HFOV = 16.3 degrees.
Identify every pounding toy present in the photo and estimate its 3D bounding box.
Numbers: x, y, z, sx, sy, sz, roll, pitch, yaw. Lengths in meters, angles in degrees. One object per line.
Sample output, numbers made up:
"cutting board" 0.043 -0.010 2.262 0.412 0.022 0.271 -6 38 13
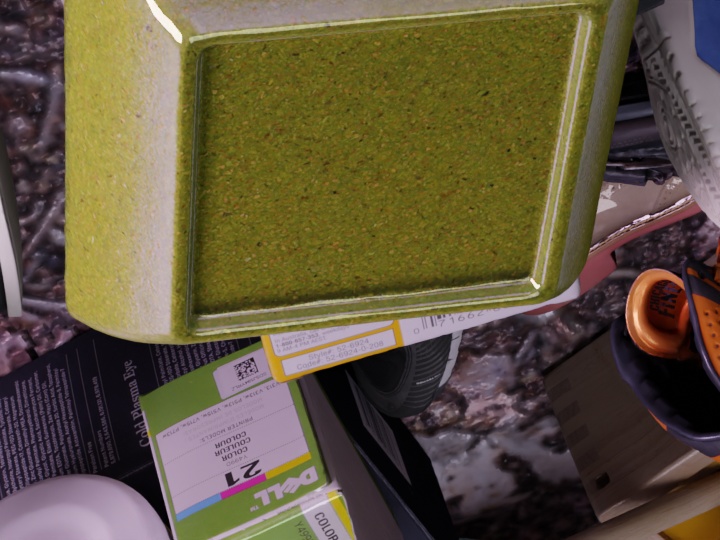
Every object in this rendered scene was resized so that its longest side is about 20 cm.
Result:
"pounding toy" 0.189 0.092 1.254 0.184 0.142 0.200 -37 132 17

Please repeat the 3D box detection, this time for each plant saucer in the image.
"plant saucer" 0.002 -0.046 0.849 0.200 0.048 0.200 -7 136 -13

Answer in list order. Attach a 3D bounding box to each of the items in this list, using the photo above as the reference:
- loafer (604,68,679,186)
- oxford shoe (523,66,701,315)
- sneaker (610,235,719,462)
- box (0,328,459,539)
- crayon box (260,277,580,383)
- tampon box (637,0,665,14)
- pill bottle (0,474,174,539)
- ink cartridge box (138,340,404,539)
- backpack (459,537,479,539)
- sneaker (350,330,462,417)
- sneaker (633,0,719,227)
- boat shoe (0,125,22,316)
"loafer" 0.162 -0.061 1.081 0.200 0.072 0.063 -13 103 6
"oxford shoe" 0.121 -0.060 1.145 0.075 0.070 0.200 36 112 -31
"sneaker" 0.173 0.005 1.136 0.112 0.200 0.078 23 134 -24
"box" -0.072 0.115 1.220 0.182 0.104 0.200 -28 133 8
"crayon box" 0.006 -0.055 0.915 0.126 0.052 0.200 -16 138 -3
"tampon box" -0.009 -0.151 0.959 0.200 0.150 0.126 -22 136 3
"pill bottle" -0.102 0.191 1.132 0.111 0.111 0.200 -23 134 5
"ink cartridge box" -0.016 0.148 1.057 0.076 0.200 0.148 -24 133 4
"backpack" 0.091 0.225 1.320 0.167 0.200 0.127 -49 135 -24
"sneaker" 0.000 0.000 1.139 0.091 0.066 0.200 -46 147 -40
"sneaker" 0.163 -0.113 1.019 0.111 0.200 0.077 -16 149 -4
"boat shoe" -0.185 -0.059 1.045 0.066 0.075 0.200 -12 134 -4
